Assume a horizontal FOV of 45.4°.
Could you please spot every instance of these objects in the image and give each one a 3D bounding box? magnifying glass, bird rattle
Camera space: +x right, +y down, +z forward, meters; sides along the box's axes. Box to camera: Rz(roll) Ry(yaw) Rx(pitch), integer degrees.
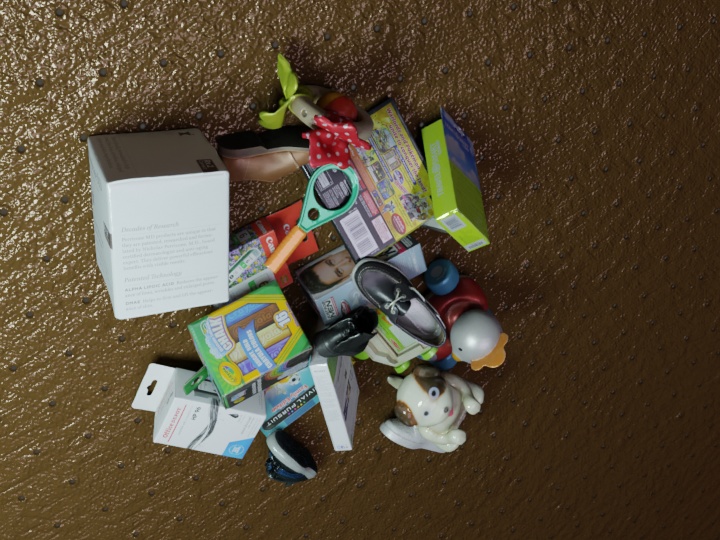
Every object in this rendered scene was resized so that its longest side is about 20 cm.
[{"bbox_3d":[-0.078,-0.081,1.327,0.079,0.022,0.201,38,95,-16],"label":"magnifying glass"},{"bbox_3d":[-0.045,-0.225,1.223,0.162,0.198,0.115,-15,129,-50],"label":"bird rattle"}]

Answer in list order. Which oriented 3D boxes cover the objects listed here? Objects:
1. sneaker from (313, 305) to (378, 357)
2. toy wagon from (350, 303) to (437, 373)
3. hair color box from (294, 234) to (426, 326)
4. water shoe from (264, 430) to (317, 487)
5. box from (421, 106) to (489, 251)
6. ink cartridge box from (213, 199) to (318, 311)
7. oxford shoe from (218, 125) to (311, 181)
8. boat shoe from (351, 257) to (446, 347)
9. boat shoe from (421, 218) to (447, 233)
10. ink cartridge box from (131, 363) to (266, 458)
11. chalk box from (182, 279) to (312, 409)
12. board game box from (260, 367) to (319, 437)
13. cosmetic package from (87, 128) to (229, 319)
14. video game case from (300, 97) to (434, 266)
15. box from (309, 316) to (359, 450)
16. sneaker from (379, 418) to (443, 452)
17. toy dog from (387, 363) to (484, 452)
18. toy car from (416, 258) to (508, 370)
[{"bbox_3d":[-0.005,0.097,1.393,0.103,0.061,0.199,-30,170,25],"label":"sneaker"},{"bbox_3d":[0.039,0.108,1.515,0.199,0.040,0.156,-32,103,39],"label":"toy wagon"},{"bbox_3d":[0.000,0.000,1.433,0.197,0.099,0.061,-29,128,-11],"label":"hair color box"},{"bbox_3d":[-0.139,0.353,1.558,0.078,0.072,0.201,-30,148,2],"label":"water shoe"},{"bbox_3d":[0.152,-0.147,1.386,0.047,0.204,0.122,-22,146,26],"label":"box"},{"bbox_3d":[-0.158,-0.017,1.365,0.197,0.050,0.110,-28,128,-11],"label":"ink cartridge box"},{"bbox_3d":[-0.114,-0.171,1.290,0.195,0.072,0.073,-7,125,-13],"label":"oxford shoe"},{"bbox_3d":[0.066,0.056,1.386,0.074,0.060,0.200,-43,117,6],"label":"boat shoe"},{"bbox_3d":[0.116,-0.111,1.461,0.197,0.070,0.073,14,88,-30],"label":"boat shoe"},{"bbox_3d":[-0.266,0.232,1.407,0.196,0.069,0.117,16,125,-23],"label":"ink cartridge box"},{"bbox_3d":[-0.190,0.127,1.332,0.197,0.126,0.125,-26,166,-14],"label":"chalk box"},{"bbox_3d":[-0.151,0.181,1.491,0.150,0.047,0.201,-36,129,-5],"label":"board game box"},{"bbox_3d":[-0.279,-0.070,1.192,0.162,0.165,0.204,-9,122,-23],"label":"cosmetic package"},{"bbox_3d":[0.021,-0.139,1.364,0.179,0.025,0.202,-33,106,-7],"label":"video game case"},{"bbox_3d":[-0.043,0.188,1.487,0.035,0.146,0.203,-5,125,10],"label":"box"},{"bbox_3d":[0.129,0.291,1.705,0.198,0.074,0.117,18,107,-46],"label":"sneaker"},{"bbox_3d":[0.129,0.230,1.561,0.140,0.193,0.200,-51,163,0],"label":"toy dog"},{"bbox_3d":[0.181,0.118,1.541,0.177,0.200,0.185,-42,129,1],"label":"toy car"}]
